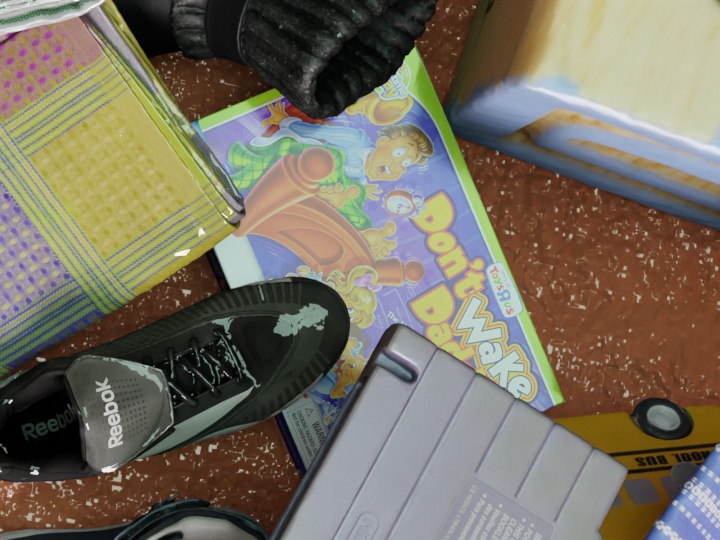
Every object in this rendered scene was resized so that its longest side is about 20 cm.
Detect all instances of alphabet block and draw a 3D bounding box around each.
[{"bbox_3d":[0.169,-0.140,1.182,0.194,0.196,0.201,19,85,-9],"label":"alphabet block"}]

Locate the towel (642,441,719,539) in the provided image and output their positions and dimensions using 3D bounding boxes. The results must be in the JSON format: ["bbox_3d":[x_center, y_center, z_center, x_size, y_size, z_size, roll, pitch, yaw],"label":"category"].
[{"bbox_3d":[0.159,0.177,1.073,0.145,0.024,0.200,45,76,-23],"label":"towel"}]

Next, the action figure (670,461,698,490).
[{"bbox_3d":[0.188,0.155,1.178,0.118,0.201,0.055,-23,48,-8],"label":"action figure"}]

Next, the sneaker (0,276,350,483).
[{"bbox_3d":[-0.099,0.059,1.155,0.199,0.090,0.067,-19,93,9],"label":"sneaker"}]

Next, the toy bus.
[{"bbox_3d":[0.116,0.115,1.202,0.199,0.065,0.078,-4,43,-23],"label":"toy bus"}]

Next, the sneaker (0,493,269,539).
[{"bbox_3d":[-0.132,0.157,1.147,0.201,0.146,0.077,-16,92,-8],"label":"sneaker"}]

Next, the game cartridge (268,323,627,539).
[{"bbox_3d":[0.019,0.140,1.049,0.129,0.038,0.201,34,74,-14],"label":"game cartridge"}]

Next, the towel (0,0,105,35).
[{"bbox_3d":[-0.200,-0.149,1.134,0.148,0.200,0.031,-14,121,-10],"label":"towel"}]

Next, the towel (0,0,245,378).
[{"bbox_3d":[-0.164,-0.034,1.158,0.200,0.023,0.144,-33,103,20],"label":"towel"}]

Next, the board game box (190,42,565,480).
[{"bbox_3d":[0.000,0.000,1.224,0.134,0.045,0.201,-24,91,-9],"label":"board game box"}]

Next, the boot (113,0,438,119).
[{"bbox_3d":[-0.079,-0.112,1.173,0.158,0.079,0.211,41,81,17],"label":"boot"}]
